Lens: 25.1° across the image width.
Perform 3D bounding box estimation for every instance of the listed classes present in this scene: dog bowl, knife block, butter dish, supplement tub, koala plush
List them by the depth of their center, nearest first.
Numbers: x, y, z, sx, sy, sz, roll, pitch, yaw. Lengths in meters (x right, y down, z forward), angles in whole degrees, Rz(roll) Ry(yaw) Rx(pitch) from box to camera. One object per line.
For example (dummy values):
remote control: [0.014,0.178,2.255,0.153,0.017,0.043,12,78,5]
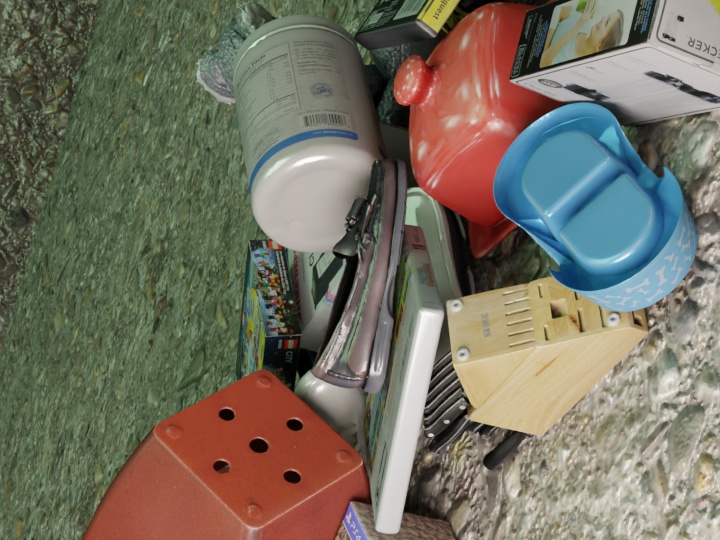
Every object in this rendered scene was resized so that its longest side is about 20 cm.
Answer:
dog bowl: [0.176,-0.045,1.202,0.111,0.050,0.200,-42,39,8]
knife block: [0.137,0.085,1.278,0.199,0.176,0.064,-14,51,12]
butter dish: [0.098,-0.144,1.386,0.200,0.147,0.200,-43,39,52]
supplement tub: [-0.046,-0.127,1.503,0.132,0.132,0.200,-57,30,37]
koala plush: [-0.066,-0.194,1.686,0.177,0.200,0.184,-30,30,59]

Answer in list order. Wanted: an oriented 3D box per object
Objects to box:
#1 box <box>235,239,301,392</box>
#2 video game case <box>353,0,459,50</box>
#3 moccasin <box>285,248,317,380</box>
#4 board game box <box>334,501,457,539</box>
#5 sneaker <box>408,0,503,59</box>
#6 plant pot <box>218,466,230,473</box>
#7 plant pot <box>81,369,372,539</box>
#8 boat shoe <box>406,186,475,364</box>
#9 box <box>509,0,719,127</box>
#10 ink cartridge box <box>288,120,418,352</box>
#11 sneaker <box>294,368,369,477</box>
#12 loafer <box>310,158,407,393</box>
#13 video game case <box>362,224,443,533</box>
box: [-0.096,0.086,1.664,0.137,0.038,0.200,-103,16,-44]
video game case: [0.078,-0.285,1.479,0.181,0.025,0.200,-56,15,-6]
moccasin: [-0.060,0.050,1.726,0.068,0.080,0.200,121,154,-43]
board game box: [0.019,0.323,1.334,0.201,0.097,0.159,-68,23,16]
sneaker: [0.096,-0.265,1.535,0.200,0.074,0.085,-51,8,44]
plant pot: [-0.147,0.284,1.649,0.200,0.177,0.201,-48,34,47]
plant pot: [-0.102,0.209,1.410,0.200,0.200,0.177,41,137,26]
boat shoe: [0.071,0.025,1.451,0.075,0.060,0.201,-4,85,28]
box: [0.208,-0.159,1.179,0.200,0.116,0.060,-2,71,68]
ink cartridge box: [0.005,-0.025,1.613,0.200,0.083,0.146,-53,31,41]
sneaker: [-0.010,0.180,1.486,0.089,0.075,0.201,-133,29,-53]
loafer: [0.000,0.000,1.352,0.072,0.063,0.201,123,154,-78]
video game case: [0.033,0.086,1.346,0.182,0.023,0.201,-99,17,-67]
